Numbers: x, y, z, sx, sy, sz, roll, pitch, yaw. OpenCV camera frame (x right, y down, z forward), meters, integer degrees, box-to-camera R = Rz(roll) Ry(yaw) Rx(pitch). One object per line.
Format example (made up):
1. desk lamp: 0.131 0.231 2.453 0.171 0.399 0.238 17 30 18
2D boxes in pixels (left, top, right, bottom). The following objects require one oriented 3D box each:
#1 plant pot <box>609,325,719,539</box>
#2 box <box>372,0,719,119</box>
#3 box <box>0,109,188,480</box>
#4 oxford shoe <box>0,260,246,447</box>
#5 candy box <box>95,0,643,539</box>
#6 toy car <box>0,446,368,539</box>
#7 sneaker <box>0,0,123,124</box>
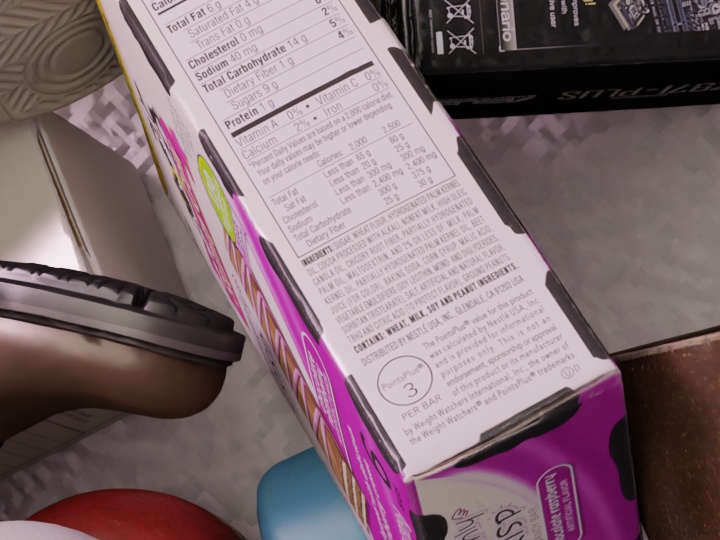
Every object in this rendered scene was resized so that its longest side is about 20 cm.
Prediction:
1. plant pot: 0.170 0.098 0.699 0.186 0.187 0.201 -14 88 14
2. box: 0.079 -0.149 0.772 0.163 0.086 0.201 -4 85 -7
3. box: -0.156 0.033 0.849 0.199 0.095 0.078 -27 71 9
4. oxford shoe: -0.119 0.039 0.753 0.199 0.073 0.085 -5 80 29
5. candy box: 0.000 0.000 0.731 0.061 0.137 0.200 -26 57 -7
6. toy car: -0.076 0.136 0.742 0.184 0.200 0.178 -24 72 12
7. sneaker: -0.136 -0.080 0.773 0.199 0.075 0.085 -24 62 -20
